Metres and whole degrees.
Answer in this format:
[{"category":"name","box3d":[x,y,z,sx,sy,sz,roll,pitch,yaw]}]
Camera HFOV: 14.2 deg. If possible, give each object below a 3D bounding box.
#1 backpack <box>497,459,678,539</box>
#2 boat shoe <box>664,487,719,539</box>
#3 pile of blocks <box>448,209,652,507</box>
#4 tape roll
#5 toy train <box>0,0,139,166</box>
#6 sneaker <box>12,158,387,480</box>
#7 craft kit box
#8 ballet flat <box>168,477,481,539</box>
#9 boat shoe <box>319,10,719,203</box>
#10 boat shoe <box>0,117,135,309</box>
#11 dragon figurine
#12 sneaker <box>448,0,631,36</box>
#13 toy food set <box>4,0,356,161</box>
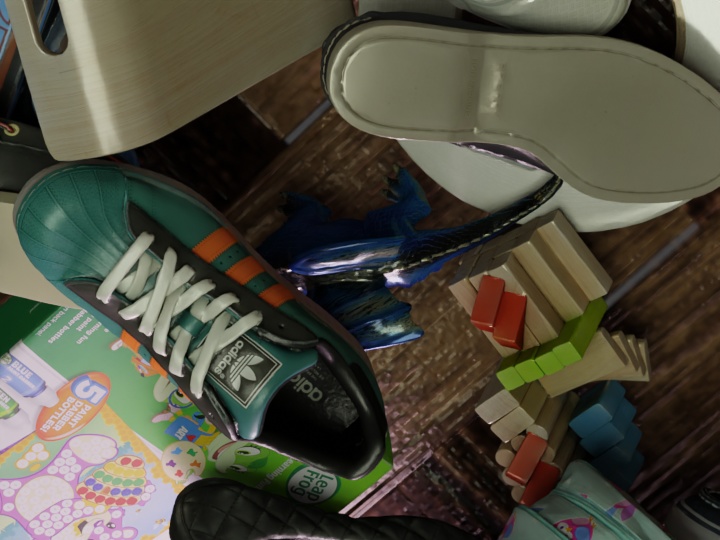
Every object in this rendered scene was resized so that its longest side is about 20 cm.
[{"category":"backpack","box3d":[0.119,0.183,1.369,0.127,0.167,0.200,-53,138,-10]},{"category":"boat shoe","box3d":[0.253,0.118,1.400,0.200,0.071,0.091,15,101,5]},{"category":"pile of blocks","box3d":[0.095,0.072,1.387,0.082,0.062,0.200,-1,123,24]},{"category":"tape roll","box3d":[0.100,-0.116,1.346,0.203,0.037,0.203,4,112,10]},{"category":"toy train","box3d":[-0.151,-0.102,1.372,0.114,0.087,0.200,26,111,13]},{"category":"sneaker","box3d":[-0.062,0.023,1.260,0.200,0.080,0.071,34,100,-26]},{"category":"craft kit box","box3d":[-0.122,0.095,1.433,0.197,0.049,0.200,34,117,-32]},{"category":"ballet flat","box3d":[-0.006,0.151,1.431,0.200,0.057,0.066,15,128,-26]},{"category":"boat shoe","box3d":[0.077,-0.081,1.311,0.200,0.063,0.073,11,104,-15]},{"category":"boat shoe","box3d":[-0.193,-0.042,1.319,0.201,0.063,0.074,17,131,4]},{"category":"dragon figurine","box3d":[0.000,0.000,1.343,0.200,0.099,0.059,-6,117,14]},{"category":"sneaker","box3d":[0.034,-0.151,1.268,0.200,0.081,0.075,28,114,-19]},{"category":"toy food set","box3d":[-0.085,-0.150,1.285,0.060,0.200,0.144,0,113,37]}]
